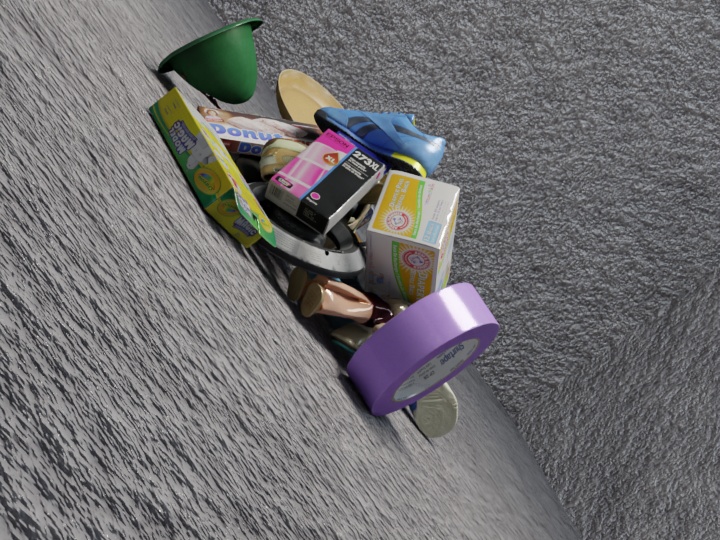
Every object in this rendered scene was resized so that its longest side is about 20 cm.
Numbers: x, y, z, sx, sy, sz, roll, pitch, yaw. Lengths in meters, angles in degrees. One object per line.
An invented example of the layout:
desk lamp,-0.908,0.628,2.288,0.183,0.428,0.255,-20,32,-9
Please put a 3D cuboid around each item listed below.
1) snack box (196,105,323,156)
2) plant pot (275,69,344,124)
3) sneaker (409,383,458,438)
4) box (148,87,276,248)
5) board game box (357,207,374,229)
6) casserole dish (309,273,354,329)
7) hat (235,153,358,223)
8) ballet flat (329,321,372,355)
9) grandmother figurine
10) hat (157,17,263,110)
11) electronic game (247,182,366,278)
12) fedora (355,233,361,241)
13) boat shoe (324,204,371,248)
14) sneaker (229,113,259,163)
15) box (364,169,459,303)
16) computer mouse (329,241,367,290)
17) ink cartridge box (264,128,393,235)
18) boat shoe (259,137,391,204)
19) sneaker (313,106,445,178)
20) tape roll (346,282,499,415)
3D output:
snack box,-0.133,-0.188,1.742,0.197,0.025,0.072,6,39,-24
plant pot,-0.063,-0.221,1.901,0.200,0.027,0.201,41,26,-25
sneaker,0.087,0.160,1.914,0.201,0.076,0.112,61,2,-36
box,-0.173,-0.113,1.477,0.201,0.048,0.117,56,4,31
board game box,-0.083,-0.132,1.941,0.201,0.135,0.035,55,3,8
casserole dish,-0.025,0.060,1.810,0.122,0.039,0.200,58,5,33
hat,-0.101,-0.101,1.750,0.198,0.081,0.203,19,41,-17
ballet flat,0.011,0.100,1.690,0.070,0.069,0.200,57,2,25
grandmother figurine,0.002,0.047,1.596,0.198,0.061,0.122,14,31,-44
hat,-0.176,-0.245,1.771,0.178,0.164,0.200,65,20,-4
electronic game,-0.081,-0.052,1.586,0.198,0.042,0.201,26,20,-10
fedora,-0.071,-0.095,2.136,0.202,0.081,0.201,59,1,-1
boat shoe,-0.027,-0.088,1.837,0.072,0.200,0.065,45,26,2
sneaker,-0.122,-0.147,1.830,0.201,0.099,0.078,53,-9,-35
box,0.067,-0.022,1.678,0.201,0.100,0.114,92,16,-53
computer mouse,0.000,0.000,1.876,0.200,0.138,0.047,49,44,-55
ink cartridge box,-0.035,-0.127,1.619,0.094,0.037,0.200,33,40,10
boat shoe,-0.043,-0.117,1.691,0.077,0.196,0.072,-86,-170,-45
sneaker,0.028,-0.191,1.728,0.198,0.079,0.066,27,-18,24
tape roll,0.080,0.102,1.590,0.066,0.199,0.200,55,5,19
